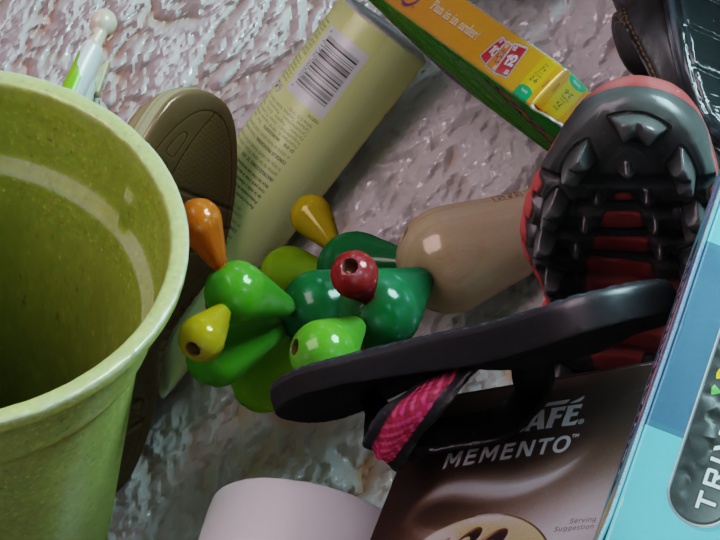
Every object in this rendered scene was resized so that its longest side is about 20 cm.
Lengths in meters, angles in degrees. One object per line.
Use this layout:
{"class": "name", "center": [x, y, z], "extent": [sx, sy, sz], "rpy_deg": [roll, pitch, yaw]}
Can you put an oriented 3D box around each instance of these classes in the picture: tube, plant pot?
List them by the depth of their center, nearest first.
{"class": "plant pot", "center": [-0.169, 0.051, 1.050], "extent": [0.199, 0.185, 0.201], "rpy_deg": [2, 45, -2]}
{"class": "tube", "center": [-0.048, -0.037, 1.209], "extent": [0.200, 0.052, 0.058], "rpy_deg": [-52, -1, 8]}

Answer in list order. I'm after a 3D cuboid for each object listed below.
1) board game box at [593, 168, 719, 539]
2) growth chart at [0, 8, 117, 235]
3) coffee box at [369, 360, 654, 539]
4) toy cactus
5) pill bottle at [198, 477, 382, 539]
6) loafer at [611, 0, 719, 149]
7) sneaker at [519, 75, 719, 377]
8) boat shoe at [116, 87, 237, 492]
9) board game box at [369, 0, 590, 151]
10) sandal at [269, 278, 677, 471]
{"class": "board game box", "center": [0.186, 0.060, 0.795], "extent": [0.199, 0.047, 0.151], "rpy_deg": [20, 67, 6]}
{"class": "growth chart", "center": [-0.147, -0.008, 1.201], "extent": [0.018, 0.200, 0.145], "rpy_deg": [19, 54, 5]}
{"class": "coffee box", "center": [0.054, 0.138, 0.905], "extent": [0.113, 0.080, 0.200], "rpy_deg": [-13, 40, 38]}
{"class": "toy cactus", "center": [0.000, 0.000, 1.079], "extent": [0.164, 0.103, 0.200], "rpy_deg": [-21, 1, -3]}
{"class": "pill bottle", "center": [-0.042, 0.186, 0.957], "extent": [0.114, 0.114, 0.201], "rpy_deg": [-9, 53, 40]}
{"class": "loafer", "center": [0.139, -0.104, 1.070], "extent": [0.072, 0.073, 0.200], "rpy_deg": [-54, 23, 38]}
{"class": "sneaker", "center": [0.099, -0.022, 0.933], "extent": [0.071, 0.201, 0.098], "rpy_deg": [7, 61, 10]}
{"class": "boat shoe", "center": [-0.117, 0.006, 1.178], "extent": [0.063, 0.073, 0.201], "rpy_deg": [28, 98, 46]}
{"class": "board game box", "center": [0.065, -0.081, 1.090], "extent": [0.030, 0.095, 0.200], "rpy_deg": [-47, 38, 3]}
{"class": "sandal", "center": [0.035, 0.043, 0.904], "extent": [0.200, 0.075, 0.045], "rpy_deg": [-17, 85, 52]}
